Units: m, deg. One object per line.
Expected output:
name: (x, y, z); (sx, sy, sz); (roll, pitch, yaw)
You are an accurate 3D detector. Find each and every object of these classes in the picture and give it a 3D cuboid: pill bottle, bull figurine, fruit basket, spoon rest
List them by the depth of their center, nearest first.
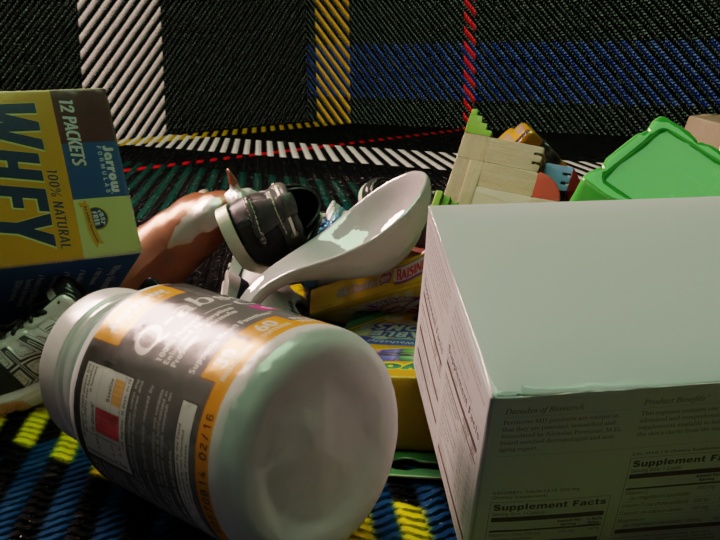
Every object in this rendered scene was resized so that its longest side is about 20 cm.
pill bottle: (-0.084, 0.071, 0.559); (0.115, 0.119, 0.198); (-12, 16, -43)
spoon rest: (-0.025, 0.000, 0.742); (0.200, 0.061, 0.099); (-48, 20, -8)
fruit basket: (0.244, 0.015, 0.764); (0.155, 0.218, 0.214); (-36, 27, -23)
bull figurine: (-0.168, -0.025, 0.965); (0.199, 0.066, 0.121); (-35, 7, -2)

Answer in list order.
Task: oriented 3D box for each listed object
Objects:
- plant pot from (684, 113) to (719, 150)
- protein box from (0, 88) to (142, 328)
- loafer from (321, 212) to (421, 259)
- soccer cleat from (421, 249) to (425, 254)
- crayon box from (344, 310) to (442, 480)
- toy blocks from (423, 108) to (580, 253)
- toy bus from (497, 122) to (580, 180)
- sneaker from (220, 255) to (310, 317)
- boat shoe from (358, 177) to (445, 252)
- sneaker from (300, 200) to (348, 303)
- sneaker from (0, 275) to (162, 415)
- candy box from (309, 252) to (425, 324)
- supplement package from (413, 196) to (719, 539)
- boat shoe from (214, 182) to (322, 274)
plant pot: (0.373, -0.049, 0.945); (0.196, 0.181, 0.200); (0, 11, 4)
protein box: (-0.297, -0.028, 0.800); (0.197, 0.137, 0.198); (-8, -18, -29)
loafer: (0.035, -0.006, 1.066); (0.196, 0.076, 0.071); (5, 55, -10)
soccer cleat: (0.131, 0.012, 0.965); (0.196, 0.067, 0.077); (-4, 39, 14)
crayon box: (0.040, 0.075, 0.691); (0.123, 0.053, 0.200); (1, 13, 10)
toy blocks: (0.135, -0.031, 0.905); (0.134, 0.203, 0.100); (13, -23, 18)
toy bus: (0.197, -0.069, 1.042); (0.199, 0.065, 0.079); (39, 14, -30)
sneaker: (-0.083, 0.032, 0.889); (0.079, 0.078, 0.200); (16, 11, -7)
boat shoe: (0.095, -0.046, 1.022); (0.197, 0.066, 0.075); (31, 53, -2)
sneaker: (0.000, 0.000, 0.891); (0.085, 0.076, 0.200); (23, -8, 5)
sneaker: (-0.226, 0.048, 0.745); (0.196, 0.089, 0.076); (-6, 15, -18)
candy box: (0.057, 0.017, 0.780); (0.101, 0.027, 0.199); (16, -20, -33)
supplement package: (0.138, 0.049, 0.542); (0.196, 0.112, 0.157); (-2, 35, -8)
boat shoe: (-0.056, -0.036, 0.871); (0.067, 0.072, 0.200); (-32, -6, 9)
